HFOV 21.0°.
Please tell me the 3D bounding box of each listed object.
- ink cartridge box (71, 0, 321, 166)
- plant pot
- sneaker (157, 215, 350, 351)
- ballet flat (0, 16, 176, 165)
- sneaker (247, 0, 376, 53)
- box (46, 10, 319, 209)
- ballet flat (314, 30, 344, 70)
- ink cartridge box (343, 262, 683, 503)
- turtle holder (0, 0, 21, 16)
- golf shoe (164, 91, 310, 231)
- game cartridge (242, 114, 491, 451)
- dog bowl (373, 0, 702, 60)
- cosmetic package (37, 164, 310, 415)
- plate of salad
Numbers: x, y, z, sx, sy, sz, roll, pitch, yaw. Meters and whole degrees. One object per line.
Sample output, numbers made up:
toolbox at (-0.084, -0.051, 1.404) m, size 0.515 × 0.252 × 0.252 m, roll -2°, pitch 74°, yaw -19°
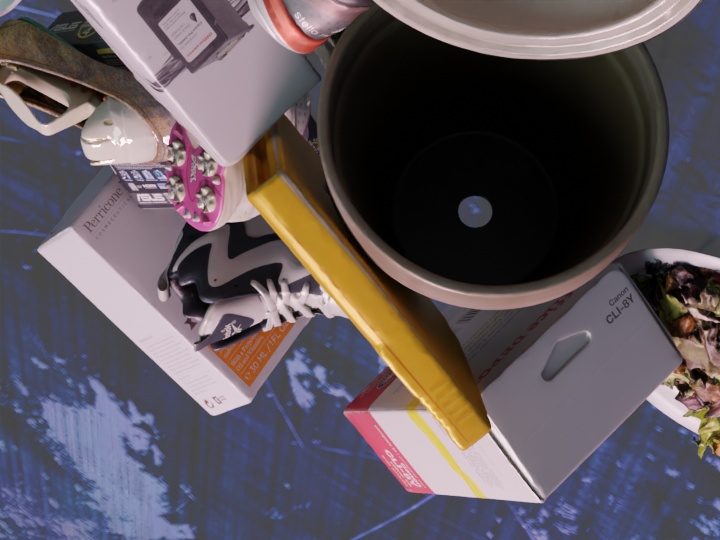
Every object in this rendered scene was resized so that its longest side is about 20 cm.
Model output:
ink cartridge box at (-0.127, -0.173, 1.116) m, size 0.145 × 0.083 × 0.200 m, roll 46°, pitch 177°, yaw 43°
plant pot at (0.074, -0.058, 1.157) m, size 0.199 × 0.201 × 0.174 m, roll 31°, pitch 166°, yaw 9°
sneaker at (-0.064, 0.025, 1.450) m, size 0.198 × 0.130 × 0.080 m, roll 29°, pitch 151°, yaw 12°
ballet flat at (-0.188, -0.111, 1.360) m, size 0.199 × 0.067 × 0.068 m, roll 25°, pitch 144°, yaw 23°
sneaker at (-0.033, -0.225, 1.059) m, size 0.081 × 0.077 × 0.202 m, roll -18°, pitch 92°, yaw 37°
box at (-0.128, -0.117, 1.402) m, size 0.199 × 0.049 × 0.162 m, roll 1°, pitch 136°, yaw 46°
ballet flat at (-0.013, -0.168, 1.190) m, size 0.071 × 0.072 × 0.201 m, roll 1°, pitch 135°, yaw 45°
ink cartridge box at (0.098, 0.076, 1.295) m, size 0.084 × 0.145 × 0.200 m, roll 52°, pitch 159°, yaw -12°
turtle holder at (-0.285, -0.222, 1.309) m, size 0.141 × 0.132 × 0.185 m, roll 43°, pitch 138°, yaw -6°
golf shoe at (-0.071, -0.126, 1.278) m, size 0.075 × 0.091 × 0.202 m, roll 34°, pitch 120°, yaw 42°
game cartridge at (0.000, 0.000, 1.173) m, size 0.201 × 0.032 × 0.176 m, roll 52°, pitch -173°, yaw -16°
dog bowl at (0.086, -0.194, 0.985) m, size 0.198 × 0.074 × 0.201 m, roll 8°, pitch 152°, yaw 4°
cosmetic package at (-0.145, 0.009, 1.543) m, size 0.200 × 0.102 × 0.071 m, roll 44°, pitch 149°, yaw -15°
plate of salad at (0.235, 0.065, 1.275) m, size 0.199 × 0.048 × 0.201 m, roll 27°, pitch 149°, yaw 17°
